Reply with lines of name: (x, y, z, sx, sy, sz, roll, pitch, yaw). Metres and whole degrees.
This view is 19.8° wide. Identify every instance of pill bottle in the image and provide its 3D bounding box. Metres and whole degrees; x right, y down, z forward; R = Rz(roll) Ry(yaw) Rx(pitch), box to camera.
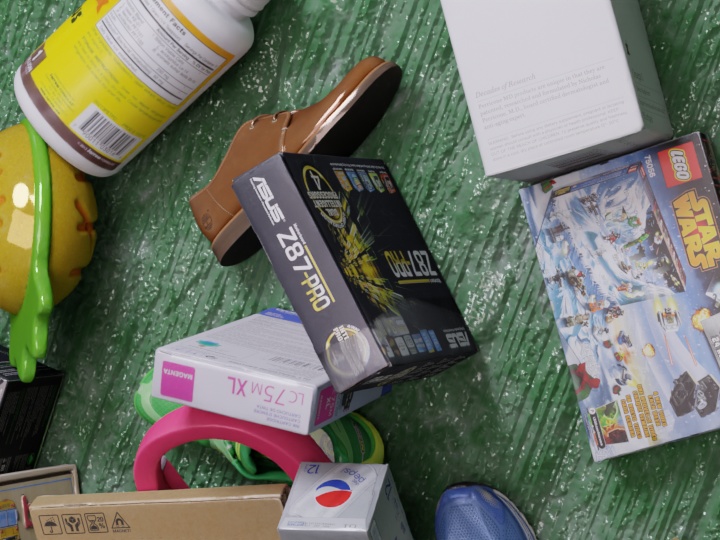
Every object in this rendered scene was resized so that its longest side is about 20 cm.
pill bottle: (-0.155, -0.171, 1.531, 0.200, 0.109, 0.110, -41, 77, 15)

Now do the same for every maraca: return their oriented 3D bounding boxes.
maraca: (-0.251, -0.018, 1.551, 0.106, 0.137, 0.202, 1, 64, -18)

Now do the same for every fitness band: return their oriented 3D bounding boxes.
fitness band: (-0.075, 0.167, 1.479, 0.143, 0.038, 0.200, -16, 127, 28)

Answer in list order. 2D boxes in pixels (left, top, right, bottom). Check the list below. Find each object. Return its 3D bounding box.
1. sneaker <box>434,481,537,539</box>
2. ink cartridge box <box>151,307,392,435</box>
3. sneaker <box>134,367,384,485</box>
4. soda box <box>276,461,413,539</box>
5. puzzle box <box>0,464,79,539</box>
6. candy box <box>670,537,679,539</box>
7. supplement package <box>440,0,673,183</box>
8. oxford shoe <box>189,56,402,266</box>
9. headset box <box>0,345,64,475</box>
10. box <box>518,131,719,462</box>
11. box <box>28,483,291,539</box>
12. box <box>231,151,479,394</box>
sneaker: (0.091, 0.248, 1.454, 0.078, 0.089, 0.202, -13, 85, 18)
ink cartridge box: (-0.051, 0.068, 1.449, 0.118, 0.200, 0.042, 13, 103, 19)
sneaker: (-0.080, 0.109, 1.518, 0.198, 0.083, 0.075, 15, 95, 20)
soda box: (0.004, 0.223, 1.438, 0.068, 0.064, 0.201, 0, 132, 19)
puzzle box: (-0.268, 0.218, 1.525, 0.025, 0.200, 0.134, -9, 87, 28)
candy box: (0.263, 0.267, 1.378, 0.200, 0.117, 0.057, 38, 101, 16)
supplement package: (0.128, -0.174, 1.427, 0.116, 0.117, 0.202, -16, 85, 19)
oxford shoe: (-0.053, -0.095, 1.518, 0.200, 0.071, 0.071, -43, 72, 16)
headset box: (-0.359, 0.127, 1.612, 0.199, 0.093, 0.176, 21, 97, 19)
box: (0.203, 0.019, 1.440, 0.136, 0.040, 0.202, -17, 84, 20)
box: (-0.128, 0.234, 1.480, 0.198, 0.021, 0.165, -5, 111, 19)
box: (0.000, 0.000, 1.428, 0.049, 0.200, 0.162, -28, 80, 19)
